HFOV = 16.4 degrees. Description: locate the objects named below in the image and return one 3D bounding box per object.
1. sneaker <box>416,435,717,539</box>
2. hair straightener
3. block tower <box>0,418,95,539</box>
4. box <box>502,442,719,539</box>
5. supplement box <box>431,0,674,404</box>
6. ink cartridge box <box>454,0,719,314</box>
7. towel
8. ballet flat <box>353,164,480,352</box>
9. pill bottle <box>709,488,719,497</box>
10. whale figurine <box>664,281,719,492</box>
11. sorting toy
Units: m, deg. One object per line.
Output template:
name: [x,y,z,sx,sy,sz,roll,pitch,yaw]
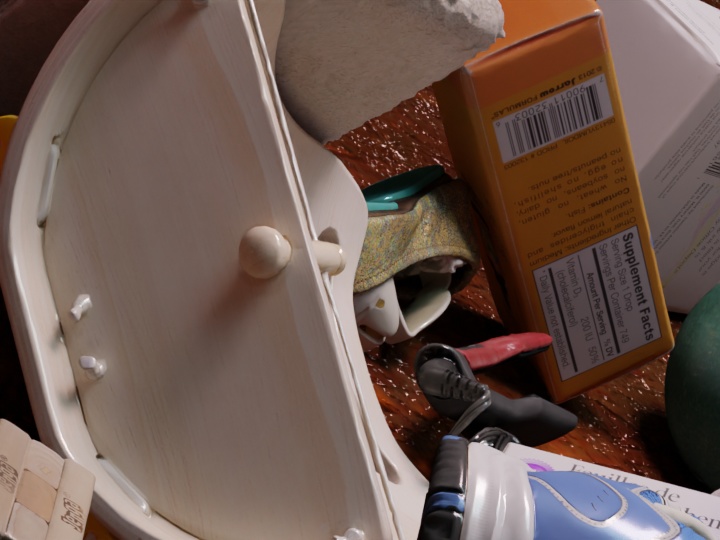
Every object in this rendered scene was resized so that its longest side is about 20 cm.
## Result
sneaker: [0.060,0.100,0.697,0.077,0.076,0.200,10,-11,11]
hair straightener: [0.056,0.061,0.929,0.200,0.041,0.077,18,53,-81]
block tower: [-0.163,0.028,0.605,0.200,0.054,0.058,35,18,-13]
box: [0.135,0.106,0.828,0.199,0.042,0.039,14,34,17]
supplement box: [0.079,-0.039,1.062,0.067,0.068,0.201,-119,-170,-47]
ink cartridge box: [0.163,-0.060,1.301,0.200,0.146,0.088,11,32,-54]
towel: [-0.061,-0.073,0.835,0.132,0.200,0.035,25,55,-34]
ballet flat: [0.000,0.000,0.988,0.071,0.071,0.200,44,20,11]
pill bottle: [0.203,0.152,0.944,0.199,0.111,0.111,23,25,-43]
whale figurine: [0.213,0.089,1.169,0.159,0.104,0.200,42,-11,52]
sorting toy: [-0.025,0.020,0.783,0.180,0.106,0.201,17,54,-63]
